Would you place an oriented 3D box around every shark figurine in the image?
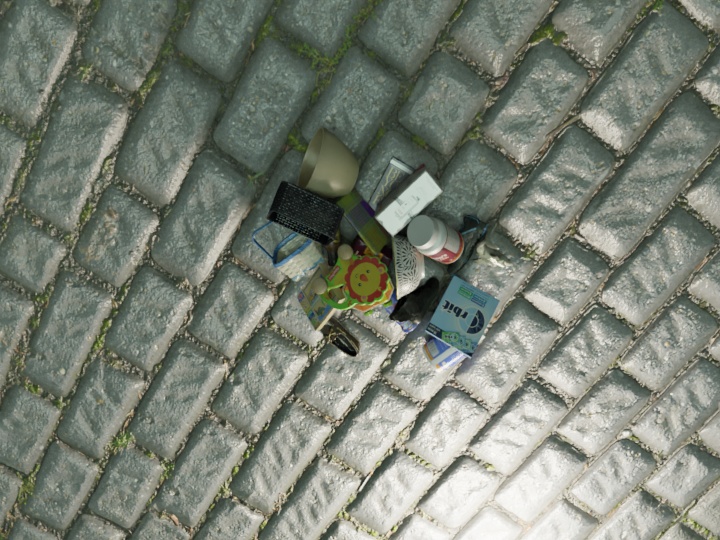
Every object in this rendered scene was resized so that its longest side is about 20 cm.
[{"bbox_3d":[0.395,-0.082,1.715,0.125,0.214,0.092,5,71,29],"label":"shark figurine"}]

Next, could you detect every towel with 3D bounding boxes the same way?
[{"bbox_3d":[0.012,-0.145,1.664,0.023,0.144,0.201,-35,98,36],"label":"towel"}]

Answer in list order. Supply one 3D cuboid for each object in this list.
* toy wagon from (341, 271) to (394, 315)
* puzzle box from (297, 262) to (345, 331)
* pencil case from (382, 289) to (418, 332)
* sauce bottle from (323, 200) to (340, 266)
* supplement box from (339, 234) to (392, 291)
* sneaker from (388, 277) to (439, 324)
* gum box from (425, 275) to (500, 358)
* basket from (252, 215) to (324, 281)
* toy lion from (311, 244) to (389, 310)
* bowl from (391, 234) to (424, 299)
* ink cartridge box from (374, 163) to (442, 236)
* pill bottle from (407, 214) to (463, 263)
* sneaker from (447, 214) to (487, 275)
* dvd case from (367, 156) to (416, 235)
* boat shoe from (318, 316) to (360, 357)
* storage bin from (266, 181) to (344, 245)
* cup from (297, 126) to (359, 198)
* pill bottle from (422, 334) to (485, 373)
[{"bbox_3d":[0.005,0.065,1.700,0.196,0.040,0.158,-24,108,9],"label":"toy wagon"},{"bbox_3d":[-0.129,0.086,1.746,0.135,0.025,0.201,58,139,18],"label":"puzzle box"},{"bbox_3d":[0.111,0.110,1.802,0.078,0.087,0.201,-44,106,-10],"label":"pencil case"},{"bbox_3d":[-0.094,-0.116,1.735,0.063,0.065,0.206,-6,111,4],"label":"sauce bottle"},{"bbox_3d":[0.000,0.000,1.752,0.129,0.104,0.203,29,108,-8],"label":"supplement box"},{"bbox_3d":[0.172,0.089,1.753,0.103,0.060,0.203,36,74,-25],"label":"sneaker"},{"bbox_3d":[0.324,0.146,1.756,0.167,0.045,0.203,29,84,13],"label":"gum box"},{"bbox_3d":[-0.216,-0.082,1.703,0.174,0.140,0.201,-30,123,10],"label":"basket"},{"bbox_3d":[-0.019,0.035,1.626,0.191,0.069,0.201,40,88,9],"label":"toy lion"},{"bbox_3d":[0.147,-0.017,1.690,0.091,0.202,0.206,-5,110,3],"label":"bowl"},{"bbox_3d":[0.141,-0.211,1.632,0.199,0.147,0.083,-42,102,16],"label":"ink cartridge box"},{"bbox_3d":[0.223,-0.093,1.640,0.107,0.198,0.113,-9,74,33],"label":"pill bottle"},{"bbox_3d":[0.322,-0.079,1.744,0.081,0.073,0.203,33,109,14],"label":"sneaker"},{"bbox_3d":[0.115,-0.228,1.713,0.146,0.016,0.203,27,108,-8],"label":"dvd case"},{"bbox_3d":[-0.082,0.219,1.856,0.199,0.060,0.072,39,107,-12],"label":"boat shoe"},{"bbox_3d":[-0.158,-0.160,1.574,0.196,0.135,0.096,25,78,-13],"label":"storage bin"},{"bbox_3d":[-0.086,-0.296,1.613,0.140,0.201,0.204,17,111,-20],"label":"cup"},{"bbox_3d":[0.312,0.242,1.827,0.198,0.113,0.113,-37,105,13],"label":"pill bottle"}]
